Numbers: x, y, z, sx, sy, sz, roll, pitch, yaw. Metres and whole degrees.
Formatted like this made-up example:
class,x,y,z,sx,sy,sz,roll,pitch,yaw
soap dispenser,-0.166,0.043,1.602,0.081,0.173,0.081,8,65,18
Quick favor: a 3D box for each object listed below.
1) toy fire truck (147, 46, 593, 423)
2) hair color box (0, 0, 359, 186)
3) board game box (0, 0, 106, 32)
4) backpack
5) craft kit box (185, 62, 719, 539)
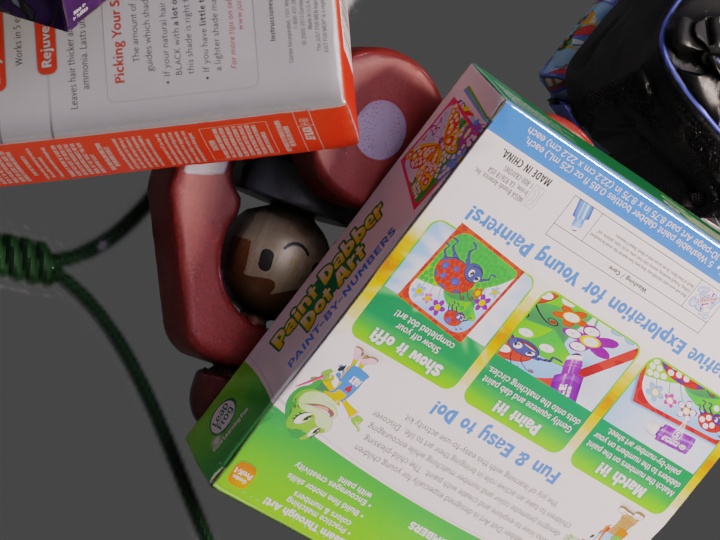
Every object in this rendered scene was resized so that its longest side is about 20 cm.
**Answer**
class,x,y,z,sx,sy,sz,roll,pitch,yaw
toy fire truck,0.000,0.000,1.220,0.199,0.112,0.169,19,85,-28
hair color box,-0.104,-0.092,1.128,0.199,0.061,0.102,-5,77,4
board game box,-0.152,-0.154,1.110,0.120,0.199,0.032,-42,138,-39
backpack,0.209,-0.073,1.358,0.200,0.134,0.183,47,55,-13
craft kit box,0.063,0.045,1.194,0.200,0.049,0.198,32,99,-31
